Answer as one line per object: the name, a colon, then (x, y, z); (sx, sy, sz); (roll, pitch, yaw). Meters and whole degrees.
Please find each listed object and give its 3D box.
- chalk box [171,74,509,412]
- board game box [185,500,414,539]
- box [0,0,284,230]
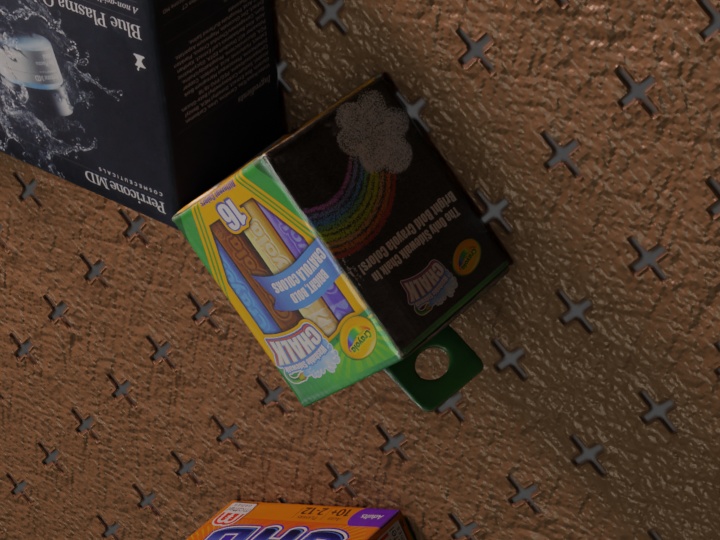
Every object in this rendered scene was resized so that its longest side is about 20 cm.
chalk box: (0.000, 0.000, 1.455); (0.124, 0.125, 0.200); (-27, 98, 52)
board game box: (-0.059, 0.316, 1.710); (0.200, 0.200, 0.200); (-3, 117, 47)
box: (-0.166, -0.162, 1.500); (0.196, 0.117, 0.200); (23, 135, 32)
